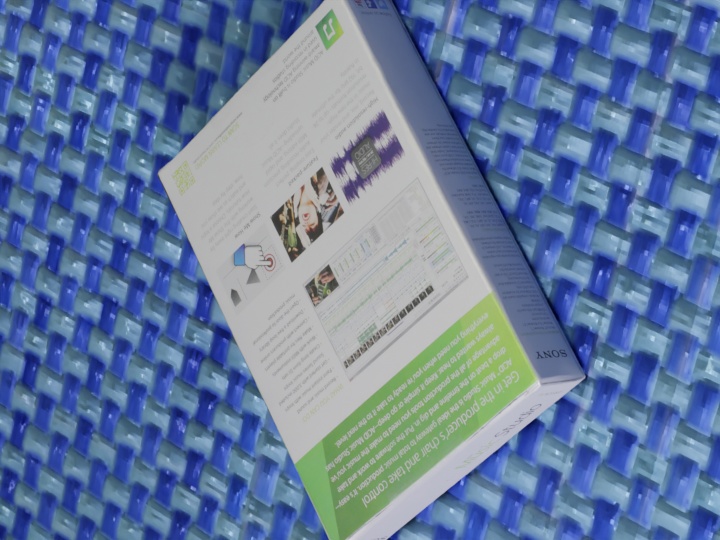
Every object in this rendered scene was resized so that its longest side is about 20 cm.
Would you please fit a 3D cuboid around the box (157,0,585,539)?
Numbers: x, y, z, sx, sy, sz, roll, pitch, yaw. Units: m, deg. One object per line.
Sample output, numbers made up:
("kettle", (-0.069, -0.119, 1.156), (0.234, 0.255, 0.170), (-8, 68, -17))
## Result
("box", (0.000, 0.000, 1.162), (0.144, 0.036, 0.200), (-42, 63, 37))
